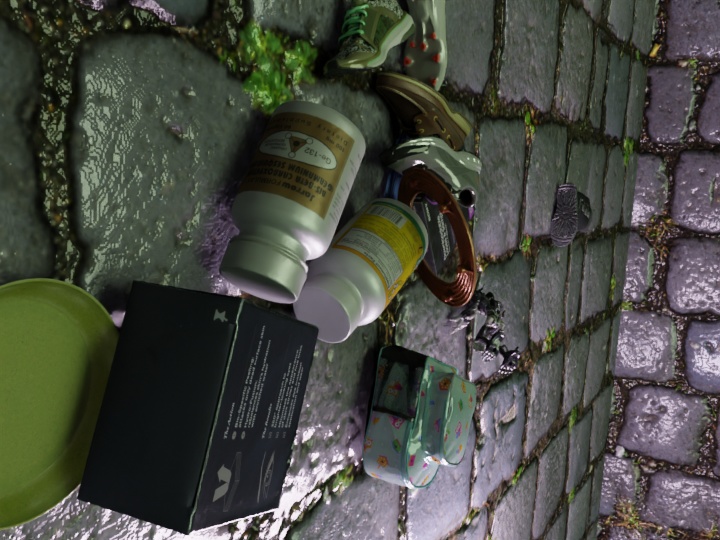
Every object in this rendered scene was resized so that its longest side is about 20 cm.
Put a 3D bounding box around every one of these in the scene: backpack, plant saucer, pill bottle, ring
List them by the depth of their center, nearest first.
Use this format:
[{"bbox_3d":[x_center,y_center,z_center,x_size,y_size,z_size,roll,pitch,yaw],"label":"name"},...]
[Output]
[{"bbox_3d":[-0.276,0.104,0.602,0.200,0.031,0.201,-25,119,-56],"label":"plant saucer"},{"bbox_3d":[-0.077,-0.073,0.819,0.114,0.114,0.201,48,57,-53],"label":"pill bottle"},{"bbox_3d":[0.000,0.000,0.971,0.200,0.112,0.113,-49,137,-44],"label":"pill bottle"},{"bbox_3d":[0.097,-0.043,1.030,0.019,0.200,0.202,-20,119,-20],"label":"ring"},{"bbox_3d":[0.087,0.233,1.148,0.176,0.153,0.201,34,75,-63],"label":"backpack"}]

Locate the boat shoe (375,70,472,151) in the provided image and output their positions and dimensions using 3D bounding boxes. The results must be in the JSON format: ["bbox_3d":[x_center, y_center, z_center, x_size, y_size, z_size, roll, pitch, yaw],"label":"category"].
[{"bbox_3d":[0.091,-0.225,1.098,0.200,0.072,0.068,26,86,-45],"label":"boat shoe"}]

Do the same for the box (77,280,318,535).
[{"bbox_3d":[-0.142,0.128,0.719,0.200,0.117,0.198,36,65,-71],"label":"box"}]

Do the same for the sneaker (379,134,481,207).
[{"bbox_3d":[0.111,-0.143,1.095,0.199,0.074,0.080,10,69,-41],"label":"sneaker"}]

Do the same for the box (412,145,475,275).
[{"bbox_3d":[0.133,-0.104,1.219,0.200,0.036,0.144,-55,140,-42],"label":"box"}]

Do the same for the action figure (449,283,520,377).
[{"bbox_3d":[0.224,0.102,1.396,0.119,0.102,0.200,34,24,-29],"label":"action figure"}]

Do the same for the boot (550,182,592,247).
[{"bbox_3d":[0.553,-0.129,1.953,0.200,0.065,0.166,16,85,-64],"label":"boot"}]

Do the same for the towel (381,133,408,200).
[{"bbox_3d":[0.084,-0.109,1.187,0.200,0.024,0.146,38,62,-58],"label":"towel"}]

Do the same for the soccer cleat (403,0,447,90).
[{"bbox_3d":[0.099,-0.359,1.103,0.078,0.069,0.201,-39,127,-55],"label":"soccer cleat"}]

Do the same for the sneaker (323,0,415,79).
[{"bbox_3d":[-0.002,-0.308,0.951,0.089,0.077,0.200,64,38,-26],"label":"sneaker"}]
